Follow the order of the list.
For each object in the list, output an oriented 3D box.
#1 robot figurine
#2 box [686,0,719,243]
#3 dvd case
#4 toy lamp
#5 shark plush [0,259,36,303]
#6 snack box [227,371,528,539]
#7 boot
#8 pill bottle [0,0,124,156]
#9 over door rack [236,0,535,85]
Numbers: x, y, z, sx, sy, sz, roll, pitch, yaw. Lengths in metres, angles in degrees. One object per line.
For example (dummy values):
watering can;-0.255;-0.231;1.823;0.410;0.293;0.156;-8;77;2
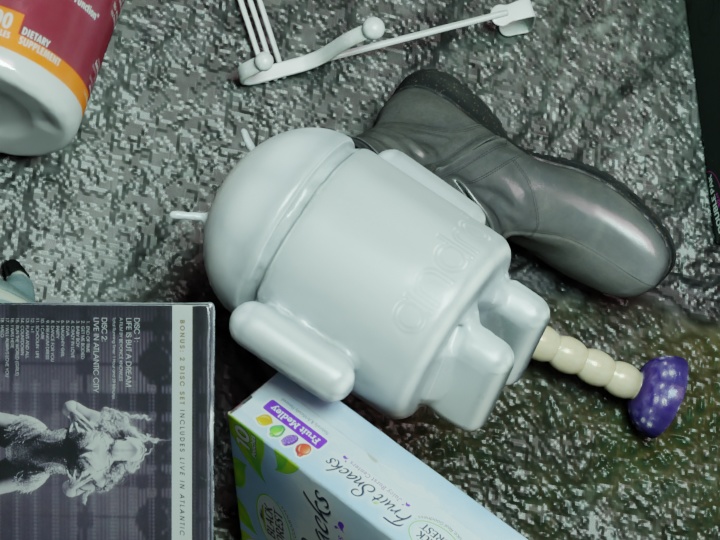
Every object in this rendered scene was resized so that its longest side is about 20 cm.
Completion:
robot figurine;0.000;0.000;1.536;0.199;0.113;0.170;32;45;9
box;0.287;-0.131;1.762;0.124;0.149;0.201;0;73;-20
dvd case;-0.174;0.091;1.517;0.199;0.016;0.150;0;90;8
toy lamp;0.093;0.036;1.685;0.199;0.058;0.058;22;67;-13
shark plush;-0.204;0.025;1.589;0.200;0.091;0.083;35;39;8
snack box;0.020;0.157;1.526;0.200;0.143;0.053;36;58;28
boot;0.078;-0.025;1.662;0.199;0.070;0.132;31;32;4
pill bottle;-0.181;-0.176;1.614;0.114;0.114;0.201;22;67;-13
over door rack;0.003;-0.201;1.721;0.199;0.067;0.148;-13;79;-24
